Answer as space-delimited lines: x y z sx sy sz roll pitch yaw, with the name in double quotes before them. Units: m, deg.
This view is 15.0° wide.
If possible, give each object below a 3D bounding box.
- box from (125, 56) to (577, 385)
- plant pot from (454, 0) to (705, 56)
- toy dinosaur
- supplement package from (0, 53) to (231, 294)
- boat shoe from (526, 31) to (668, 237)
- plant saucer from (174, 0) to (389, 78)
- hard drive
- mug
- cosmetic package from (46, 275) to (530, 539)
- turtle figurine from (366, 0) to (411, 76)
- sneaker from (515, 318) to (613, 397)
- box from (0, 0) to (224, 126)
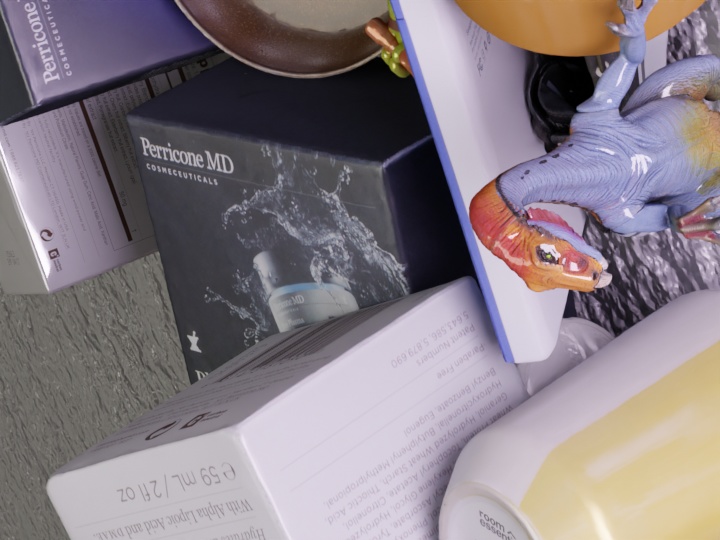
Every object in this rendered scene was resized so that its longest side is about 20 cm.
"box" 0.000 0.000 1.410 0.196 0.117 0.201 13 123 44
"plant pot" 0.076 -0.182 1.027 0.201 0.199 0.184 56 172 32
"toy dinosaur" 0.114 -0.030 1.059 0.106 0.180 0.200 62 160 17
"supplement package" -0.130 -0.076 1.628 0.121 0.199 0.121 -3 108 69
"boat shoe" 0.100 -0.081 1.203 0.069 0.056 0.201 48 160 35
"plant saucer" -0.030 -0.199 1.378 0.199 0.032 0.202 11 110 32
"hard drive" 0.059 -0.079 1.208 0.132 0.025 0.201 -71 -31 -50
"mug" 0.125 0.097 1.178 0.150 0.152 0.186 64 149 8
"cosmetic package" -0.006 0.137 1.276 0.164 0.165 0.201 -19 100 51
"turtle figurine" -0.007 -0.183 1.255 0.201 0.064 0.161 62 171 -34
"sneaker" 0.113 0.120 1.358 0.082 0.077 0.201 -165 57 -74
"box" -0.126 -0.181 1.514 0.149 0.199 0.104 70 160 -4
